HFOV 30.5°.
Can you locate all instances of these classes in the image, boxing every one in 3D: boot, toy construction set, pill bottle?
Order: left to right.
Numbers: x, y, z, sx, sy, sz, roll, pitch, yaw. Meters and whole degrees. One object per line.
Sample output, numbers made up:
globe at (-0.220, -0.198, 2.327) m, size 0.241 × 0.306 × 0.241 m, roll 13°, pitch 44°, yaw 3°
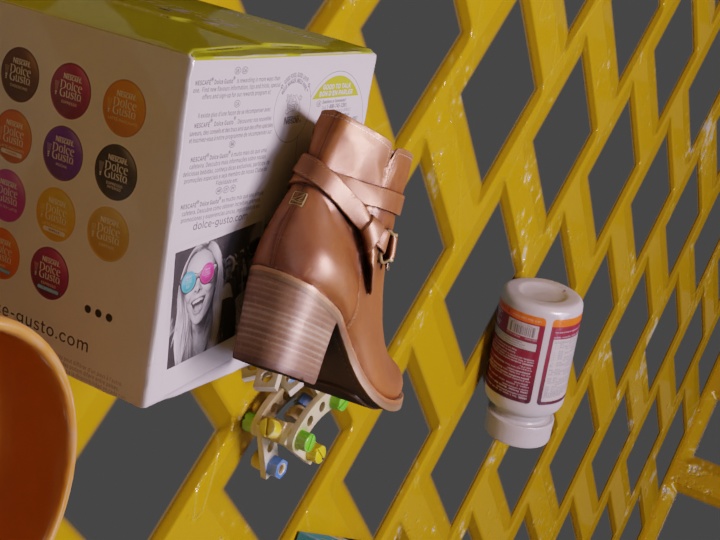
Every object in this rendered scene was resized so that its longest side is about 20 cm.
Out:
toy construction set at (-0.067, 0.095, 1.182) m, size 0.132 × 0.091 × 0.201 m, roll -58°, pitch 161°, yaw -25°
boot at (0.000, 0.000, 0.818) m, size 0.200 × 0.073 × 0.157 m, roll 35°, pitch 72°, yaw -67°
pill bottle at (0.221, 0.121, 1.722) m, size 0.109 × 0.108 × 0.203 m, roll -25°, pitch 129°, yaw -55°

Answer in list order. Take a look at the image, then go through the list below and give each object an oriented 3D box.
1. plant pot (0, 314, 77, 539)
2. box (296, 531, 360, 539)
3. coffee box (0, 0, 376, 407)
plant pot at (-0.275, 0.090, 0.659) m, size 0.200 × 0.181 × 0.203 m, roll -41°, pitch 141°, yaw -44°
box at (-0.002, 0.331, 1.456) m, size 0.200 × 0.081 × 0.050 m, roll 32°, pitch 78°, yaw -64°
coffee box at (-0.133, -0.062, 0.818) m, size 0.199 × 0.197 × 0.201 m, roll -17°, pitch 122°, yaw -58°
